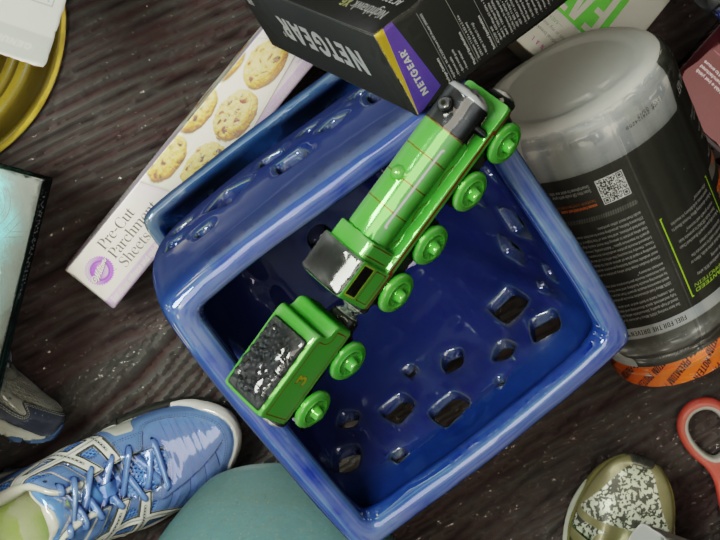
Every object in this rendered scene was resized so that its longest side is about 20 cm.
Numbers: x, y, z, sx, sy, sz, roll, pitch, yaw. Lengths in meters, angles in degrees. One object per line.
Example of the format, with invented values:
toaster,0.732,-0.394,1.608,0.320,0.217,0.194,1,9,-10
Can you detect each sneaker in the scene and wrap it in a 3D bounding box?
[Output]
sneaker,0.157,0.218,0.973,0.076,0.089,0.201,17,95,2
sneaker,-0.251,0.027,0.902,0.200,0.077,0.085,38,87,-12
sneaker,-0.164,0.141,0.928,0.199,0.077,0.076,-25,99,-5

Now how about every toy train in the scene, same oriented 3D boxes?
toy train,0.006,-0.009,0.728,0.042,0.056,0.200,39,96,32

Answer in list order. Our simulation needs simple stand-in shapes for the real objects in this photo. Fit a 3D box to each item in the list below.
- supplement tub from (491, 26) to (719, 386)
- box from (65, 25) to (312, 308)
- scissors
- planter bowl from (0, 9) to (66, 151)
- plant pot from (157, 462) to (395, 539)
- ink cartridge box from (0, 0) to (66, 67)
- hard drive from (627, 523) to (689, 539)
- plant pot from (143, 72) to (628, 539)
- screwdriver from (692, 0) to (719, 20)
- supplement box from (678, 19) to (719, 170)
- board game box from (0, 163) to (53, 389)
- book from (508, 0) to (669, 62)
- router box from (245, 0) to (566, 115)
supplement tub,0.161,-0.034,0.913,0.122,0.123,0.201,-30,117,-3
box,-0.103,-0.067,0.926,0.041,0.039,0.200,40,91,-11
scissors,0.262,0.171,1.020,0.073,0.014,0.201,-11,99,2
planter bowl,-0.272,-0.148,0.868,0.199,0.083,0.202,-1,98,-9
plant pot,-0.050,0.196,0.912,0.199,0.200,0.135,4,60,-9
ink cartridge box,-0.225,-0.213,0.839,0.159,0.047,0.201,17,67,-11
hard drive,0.205,0.241,0.965,0.200,0.027,0.132,26,94,-45
plant pot,0.000,0.000,0.862,0.200,0.180,0.200,-37,118,-3
screwdriver,0.239,-0.127,0.901,0.028,0.029,0.201,-31,75,5
supplement box,0.288,-0.147,0.951,0.109,0.061,0.200,42,90,1
board game box,-0.263,0.027,0.850,0.134,0.028,0.201,14,95,-1
book,0.152,-0.223,0.941,0.133,0.048,0.200,38,90,-16
router box,0.036,-0.170,0.819,0.157,0.200,0.052,-39,120,-10
